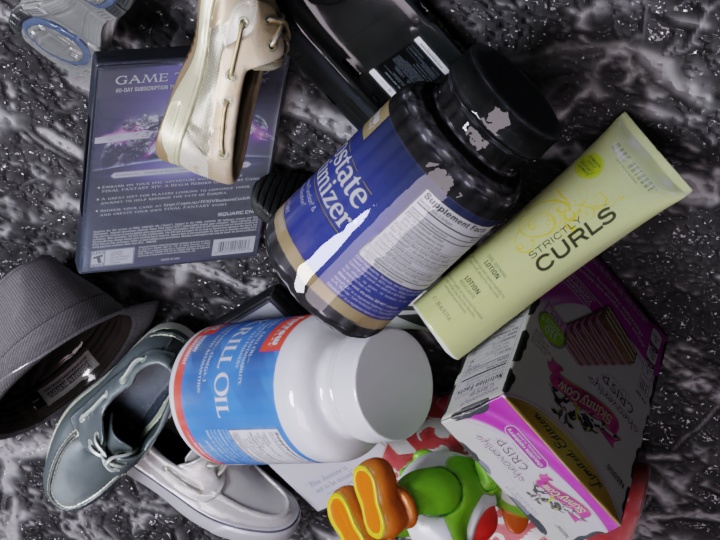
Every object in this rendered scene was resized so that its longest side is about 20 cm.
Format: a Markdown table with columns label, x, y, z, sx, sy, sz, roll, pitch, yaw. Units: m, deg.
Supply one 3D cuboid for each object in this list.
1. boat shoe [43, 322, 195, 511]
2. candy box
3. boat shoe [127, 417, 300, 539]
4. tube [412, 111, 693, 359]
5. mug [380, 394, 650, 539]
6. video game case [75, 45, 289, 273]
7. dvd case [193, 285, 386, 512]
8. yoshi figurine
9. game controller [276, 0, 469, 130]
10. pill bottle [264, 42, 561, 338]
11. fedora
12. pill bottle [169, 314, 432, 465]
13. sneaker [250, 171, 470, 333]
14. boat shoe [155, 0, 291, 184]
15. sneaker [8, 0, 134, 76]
| label | x | y | z | sx | sy | sz | roll | pitch | yaw |
| --- | --- | --- | --- | --- | --- | --- | --- | --- | --- |
| boat shoe | -0.202 | 0.128 | 1.633 | 0.073 | 0.062 | 0.200 | 37 | 112 | -9 |
| candy box | 0.142 | 0.077 | 1.424 | 0.061 | 0.200 | 0.136 | -27 | 116 | 37 |
| boat shoe | -0.136 | 0.160 | 1.697 | 0.199 | 0.072 | 0.066 | 32 | 138 | 4 |
| tube | 0.126 | -0.021 | 1.377 | 0.200 | 0.052 | 0.058 | -38 | 107 | 4 |
| mug | 0.117 | 0.159 | 1.573 | 0.199 | 0.178 | 0.133 | 21 | 167 | 3 |
| video game case | -0.133 | -0.081 | 1.472 | 0.142 | 0.019 | 0.201 | -6 | 134 | -19 |
| dvd case | -0.051 | 0.110 | 1.652 | 0.142 | 0.018 | 0.200 | -30 | 113 | 38 |
| yoshi figurine | 0.075 | 0.135 | 1.457 | 0.112 | 0.199 | 0.113 | 36 | 132 | 51 |
| game controller | 0.027 | -0.138 | 1.405 | 0.104 | 0.042 | 0.200 | -35 | 111 | 24 |
| pill bottle | 0.037 | -0.056 | 1.361 | 0.112 | 0.112 | 0.200 | 40 | 113 | -14 |
| fedora | -0.258 | 0.051 | 1.608 | 0.091 | 0.176 | 0.200 | 53 | 150 | 12 |
| pill bottle | -0.043 | 0.089 | 1.512 | 0.199 | 0.112 | 0.112 | -8 | 127 | 45 |
| sneaker | 0.000 | 0.000 | 1.501 | 0.199 | 0.074 | 0.089 | 27 | 131 | -2 |
| boat shoe | -0.077 | -0.158 | 1.360 | 0.065 | 0.072 | 0.201 | 23 | 102 | 10 |
| sneaker | -0.184 | -0.201 | 1.406 | 0.074 | 0.087 | 0.200 | 37 | 150 | -14 |
